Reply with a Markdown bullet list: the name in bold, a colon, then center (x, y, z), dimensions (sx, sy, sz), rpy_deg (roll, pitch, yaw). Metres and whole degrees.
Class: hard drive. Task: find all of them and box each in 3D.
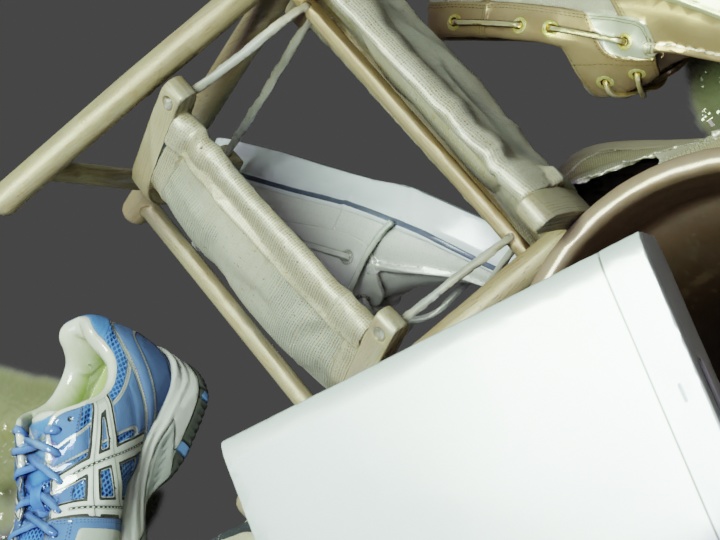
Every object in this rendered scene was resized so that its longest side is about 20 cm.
- **hard drive**: center (0.052, 0.087, 1.029), dimensions (0.200, 0.027, 0.132), rpy_deg (-28, 74, 20)

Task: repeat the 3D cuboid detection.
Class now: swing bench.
- **swing bench**: center (-0.017, -0.029, 1.148), dimensions (0.200, 0.130, 0.199), rpy_deg (-46, 71, 18)

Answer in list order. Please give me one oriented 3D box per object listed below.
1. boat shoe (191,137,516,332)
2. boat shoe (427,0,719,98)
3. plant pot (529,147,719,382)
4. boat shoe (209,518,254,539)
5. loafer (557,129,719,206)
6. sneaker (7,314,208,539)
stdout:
- **boat shoe**: center (-0.003, -0.001, 1.248), dimensions (0.202, 0.075, 0.086), rpy_deg (17, 87, 30)
- **boat shoe**: center (0.121, -0.114, 1.218), dimensions (0.200, 0.074, 0.066), rpy_deg (19, 101, 30)
- **plant pot**: center (0.183, 0.061, 1.085), dimensions (0.200, 0.175, 0.200), rpy_deg (-6, 77, 25)
- **boat shoe**: center (-0.059, 0.156, 1.237), dimensions (0.200, 0.063, 0.071), rpy_deg (-16, 112, 26)
- **loafer**: center (0.169, -0.028, 1.160), dimensions (0.200, 0.068, 0.076), rpy_deg (-9, 106, 31)
- **sneaker**: center (-0.144, 0.110, 1.249), dimensions (0.076, 0.077, 0.200), rpy_deg (-18, 40, 38)
